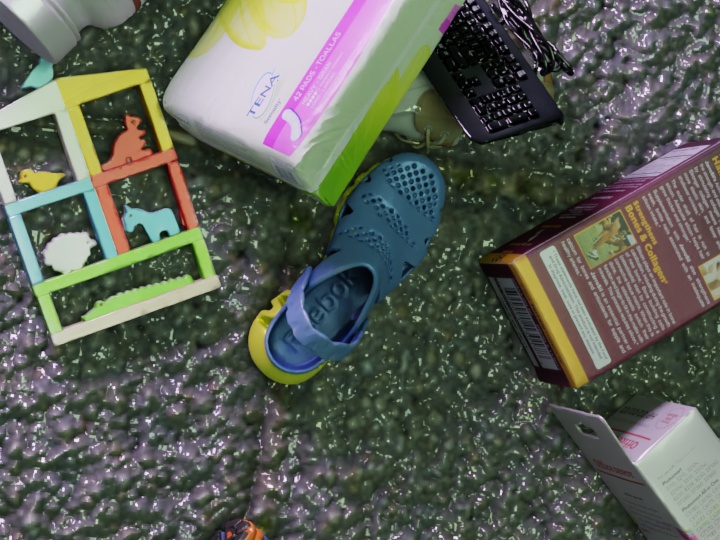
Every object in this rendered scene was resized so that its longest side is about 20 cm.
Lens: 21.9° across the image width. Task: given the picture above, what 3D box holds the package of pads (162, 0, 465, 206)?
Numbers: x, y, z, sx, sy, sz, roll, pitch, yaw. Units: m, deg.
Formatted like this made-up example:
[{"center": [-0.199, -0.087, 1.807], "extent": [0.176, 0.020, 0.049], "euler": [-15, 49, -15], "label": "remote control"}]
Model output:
[{"center": [-0.033, -0.162, 1.321], "extent": [0.200, 0.154, 0.068], "euler": [-57, 141, -8], "label": "package of pads"}]

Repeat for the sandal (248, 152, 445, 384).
[{"center": [0.000, 0.000, 1.366], "extent": [0.079, 0.087, 0.200], "euler": [35, 81, -11], "label": "sandal"}]

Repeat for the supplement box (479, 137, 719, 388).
[{"center": [0.208, -0.007, 1.420], "extent": [0.200, 0.086, 0.110], "euler": [-29, 98, -12], "label": "supplement box"}]

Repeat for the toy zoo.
[{"center": [-0.194, -0.061, 1.345], "extent": [0.131, 0.020, 0.200], "euler": [-19, 97, -14], "label": "toy zoo"}]

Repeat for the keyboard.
[{"center": [0.082, -0.183, 1.352], "extent": [0.104, 0.040, 0.200], "euler": [-18, 60, -23], "label": "keyboard"}]

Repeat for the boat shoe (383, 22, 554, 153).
[{"center": [0.055, -0.124, 1.383], "extent": [0.200, 0.075, 0.068], "euler": [-20, 91, -14], "label": "boat shoe"}]

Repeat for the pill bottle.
[{"center": [-0.175, -0.244, 1.299], "extent": [0.112, 0.112, 0.200], "euler": [45, 80, -12], "label": "pill bottle"}]

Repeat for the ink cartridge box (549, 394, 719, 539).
[{"center": [0.241, 0.163, 1.418], "extent": [0.068, 0.115, 0.200], "euler": [-40, 101, -11], "label": "ink cartridge box"}]

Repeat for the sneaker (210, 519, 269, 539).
[{"center": [-0.110, 0.283, 1.351], "extent": [0.078, 0.075, 0.200], "euler": [35, 84, -16], "label": "sneaker"}]
